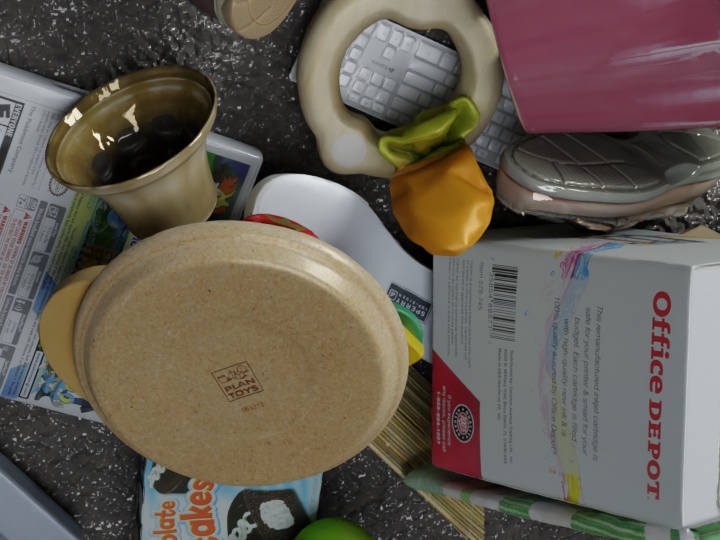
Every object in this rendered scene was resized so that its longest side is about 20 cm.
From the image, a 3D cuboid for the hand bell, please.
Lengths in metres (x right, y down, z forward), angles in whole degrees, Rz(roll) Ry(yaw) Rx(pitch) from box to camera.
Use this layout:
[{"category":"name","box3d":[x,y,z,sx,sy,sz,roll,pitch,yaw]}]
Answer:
[{"category":"hand bell","box3d":[-0.098,-0.010,1.032,0.103,0.104,0.201,-24,129,-1]}]

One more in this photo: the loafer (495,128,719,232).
[{"category":"loafer","box3d":[0.153,-0.047,1.061,0.199,0.072,0.063,-12,133,-43]}]

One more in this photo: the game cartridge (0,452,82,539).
[{"category":"game cartridge","box3d":[-0.284,0.200,1.125,0.200,0.042,0.133,-39,121,6]}]

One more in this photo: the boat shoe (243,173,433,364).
[{"category":"boat shoe","box3d":[0.000,0.000,1.079,0.199,0.068,0.072,29,85,-32]}]

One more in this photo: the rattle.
[{"category":"rattle","box3d":[0.026,-0.132,0.984,0.129,0.143,0.202,10,116,5]}]

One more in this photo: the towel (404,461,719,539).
[{"category":"towel","box3d":[0.151,0.134,1.070,0.152,0.199,0.024,-4,100,-49]}]

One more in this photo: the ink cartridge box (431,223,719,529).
[{"category":"ink cartridge box","box3d":[0.159,0.054,1.031,0.144,0.199,0.147,-5,100,-41]}]

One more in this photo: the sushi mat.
[{"category":"sushi mat","box3d":[0.019,0.086,1.114,0.012,0.096,0.200,-28,122,31]}]

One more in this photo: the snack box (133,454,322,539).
[{"category":"snack box","box3d":[-0.087,0.156,1.131,0.115,0.037,0.201,-1,126,-13]}]

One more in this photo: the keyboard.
[{"category":"keyboard","box3d":[0.054,-0.106,1.076,0.199,0.011,0.057,21,108,-22]}]

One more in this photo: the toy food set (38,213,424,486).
[{"category":"toy food set","box3d":[-0.069,0.050,0.999,0.199,0.049,0.198,-33,120,24]}]

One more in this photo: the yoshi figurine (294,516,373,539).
[{"category":"yoshi figurine","box3d":[-0.049,0.228,1.129,0.199,0.112,0.112,-34,95,25]}]

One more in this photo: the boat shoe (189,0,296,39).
[{"category":"boat shoe","box3d":[-0.038,-0.227,0.961,0.201,0.065,0.072,-63,155,0]}]

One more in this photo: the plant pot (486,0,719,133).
[{"category":"plant pot","box3d":[0.165,-0.160,0.988,0.177,0.200,0.201,-13,118,10]}]

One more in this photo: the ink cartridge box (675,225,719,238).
[{"category":"ink cartridge box","box3d":[0.246,0.096,1.124,0.075,0.164,0.202,-19,125,-46]}]

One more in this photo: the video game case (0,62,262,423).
[{"category":"video game case","box3d":[-0.177,-0.010,1.060,0.181,0.022,0.201,17,109,-20]}]
